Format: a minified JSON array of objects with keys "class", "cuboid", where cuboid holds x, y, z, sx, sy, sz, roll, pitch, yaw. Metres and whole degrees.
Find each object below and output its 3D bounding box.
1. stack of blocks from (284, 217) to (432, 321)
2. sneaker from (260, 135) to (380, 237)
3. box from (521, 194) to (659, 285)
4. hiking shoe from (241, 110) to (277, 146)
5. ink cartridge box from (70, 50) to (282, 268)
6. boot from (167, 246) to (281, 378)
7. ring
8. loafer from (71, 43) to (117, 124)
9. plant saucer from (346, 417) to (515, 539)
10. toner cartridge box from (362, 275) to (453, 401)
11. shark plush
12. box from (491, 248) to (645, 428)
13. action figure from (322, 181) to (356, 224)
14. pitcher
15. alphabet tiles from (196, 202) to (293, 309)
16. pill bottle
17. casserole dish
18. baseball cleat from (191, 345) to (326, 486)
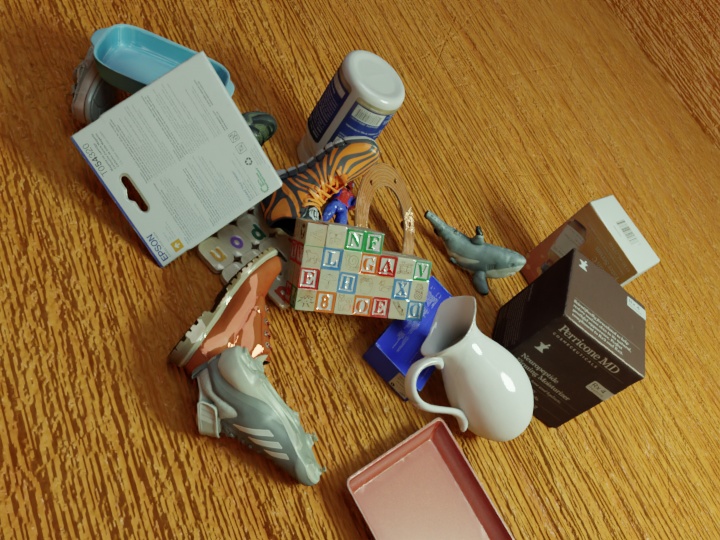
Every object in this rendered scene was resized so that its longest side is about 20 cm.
[{"class":"stack of blocks","cuboid":[0.000,0.000,0.888,0.195,0.058,0.119,7,98,-23]},{"class":"sneaker","cuboid":[-0.053,-0.111,0.922,0.078,0.196,0.114,49,21,-49]},{"class":"box","cuboid":[0.427,-0.016,1.201,0.105,0.200,0.154,-16,67,-43]},{"class":"hiking shoe","cuboid":[-0.177,-0.163,0.954,0.100,0.076,0.200,37,53,5]},{"class":"ink cartridge box","cuboid":[-0.234,-0.143,0.827,0.198,0.043,0.199,-34,109,-8]},{"class":"boot","cuboid":[-0.144,0.064,0.808,0.107,0.075,0.202,39,59,-9]},{"class":"ring","cuboid":[0.037,-0.067,1.009,0.199,0.019,0.207,2,88,-60]},{"class":"loafer","cuboid":[-0.380,-0.275,0.906,0.061,0.073,0.203,10,44,-7]},{"class":"plant saucer","cuboid":[0.089,0.322,0.817,0.197,0.037,0.203,-18,71,-43]},{"class":"toner cartridge box","cuboid":[0.092,0.100,0.980,0.095,0.043,0.200,46,44,1]},{"class":"shark plush","cuboid":[0.202,-0.053,1.147,0.199,0.083,0.091,42,44,-2]},{"class":"box","cuboid":[0.332,0.114,1.035,0.164,0.200,0.166,36,44,-6]},{"class":"action figure","cuboid":[-0.024,-0.111,1.006,0.064,0.099,0.202,33,33,-11]},{"class":"pitcher","cuboid":[0.155,0.167,0.909,0.172,0.120,0.202,-46,114,-23]},{"class":"alphabet tiles","cuboid":[-0.144,-0.041,0.932,0.196,0.015,0.200,45,43,4]},{"class":"pill bottle","cuboid":[-0.023,-0.248,1.044,0.113,0.200,0.118,20,48,-24]},{"class":"casserole dish","cuboid":[-0.274,-0.272,0.878,0.195,0.039,0.123,20,44,-13]},{"class":"baseball cleat","cuboid":[-0.126,0.184,0.746,0.203,0.105,0.070,61,5,-15]}]
